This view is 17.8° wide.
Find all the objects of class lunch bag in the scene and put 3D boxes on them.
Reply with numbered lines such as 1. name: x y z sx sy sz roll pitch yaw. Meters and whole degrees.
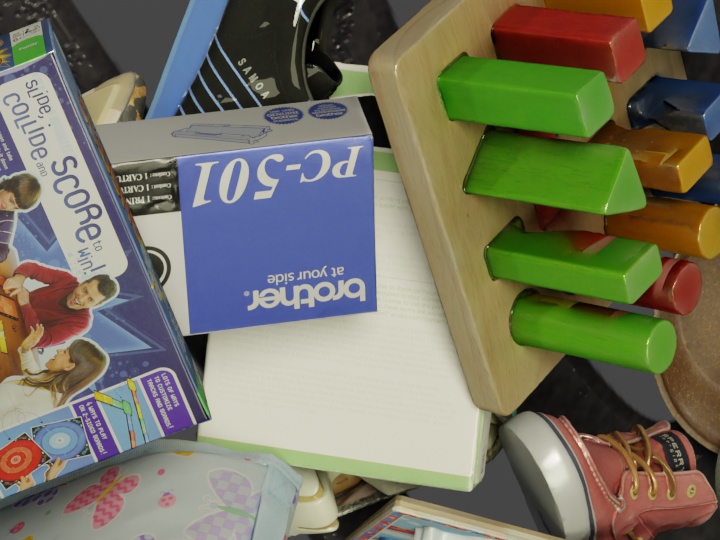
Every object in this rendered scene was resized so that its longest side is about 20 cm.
1. lunch bag: -0.122 0.187 1.128 0.199 0.170 0.127 -24 125 32

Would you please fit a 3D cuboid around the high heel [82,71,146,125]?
1. high heel: -0.138 0.004 1.141 0.201 0.071 0.142 -54 139 3

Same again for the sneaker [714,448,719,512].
1. sneaker: 0.255 0.072 1.224 0.080 0.070 0.201 -9 132 -39

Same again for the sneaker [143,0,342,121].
1. sneaker: -0.057 -0.068 1.085 0.077 0.070 0.201 23 106 6

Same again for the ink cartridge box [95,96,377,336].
1. ink cartridge box: -0.094 -0.019 1.047 0.198 0.044 0.095 -7 120 -9

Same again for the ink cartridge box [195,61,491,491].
1. ink cartridge box: 0.000 0.000 1.138 0.144 0.048 0.202 8 95 11

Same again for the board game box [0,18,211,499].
1. board game box: -0.160 0.005 0.998 0.134 0.035 0.201 -20 123 -1

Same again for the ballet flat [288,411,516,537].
1. ballet flat: -0.008 0.101 1.210 0.199 0.072 0.072 -22 121 -2

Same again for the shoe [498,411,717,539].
1. shoe: 0.133 0.107 1.216 0.091 0.072 0.200 -30 155 -3

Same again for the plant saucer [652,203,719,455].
1. plant saucer: 0.247 0.014 1.250 0.199 0.037 0.202 -6 119 -11

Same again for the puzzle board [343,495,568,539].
1. puzzle board: 0.097 0.163 1.209 0.198 0.151 0.018 16 72 -6

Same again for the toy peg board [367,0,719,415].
1. toy peg board: 0.123 -0.061 1.081 0.199 0.097 0.201 -44 130 -34
